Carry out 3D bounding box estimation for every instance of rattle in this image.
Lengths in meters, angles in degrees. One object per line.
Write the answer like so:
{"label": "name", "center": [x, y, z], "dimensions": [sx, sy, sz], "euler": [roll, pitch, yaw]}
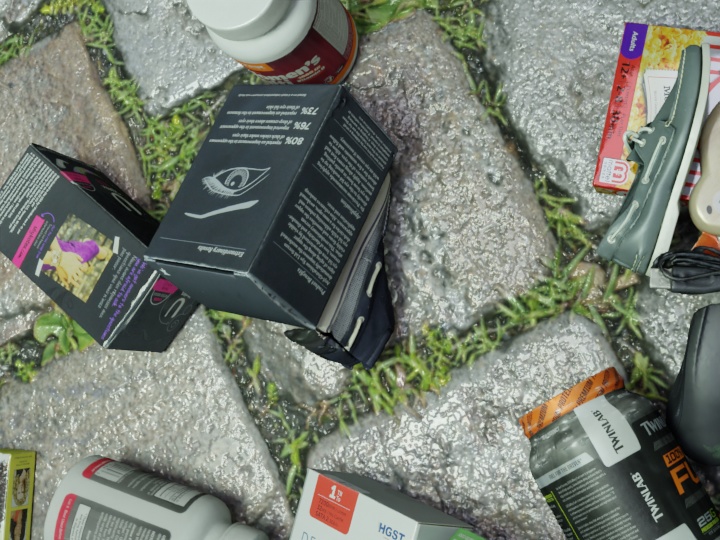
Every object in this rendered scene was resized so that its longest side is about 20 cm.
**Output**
{"label": "rattle", "center": [0.318, -0.071, 0.856], "dimensions": [0.130, 0.143, 0.200], "euler": [39, 91, -2]}

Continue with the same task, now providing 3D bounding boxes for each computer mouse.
{"label": "computer mouse", "center": [0.302, 0.083, 0.891], "dimensions": [0.138, 0.053, 0.201], "euler": [3, 113, 7]}

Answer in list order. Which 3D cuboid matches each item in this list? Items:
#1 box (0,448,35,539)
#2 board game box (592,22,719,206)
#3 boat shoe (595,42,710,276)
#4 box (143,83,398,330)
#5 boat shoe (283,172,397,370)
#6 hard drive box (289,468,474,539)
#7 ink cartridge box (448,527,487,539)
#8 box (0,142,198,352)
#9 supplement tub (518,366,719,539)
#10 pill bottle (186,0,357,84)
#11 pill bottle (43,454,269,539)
{"label": "box", "center": [-0.391, 0.289, 1.133], "dimensions": [0.075, 0.050, 0.201], "euler": [0, 85, 17]}
{"label": "board game box", "center": [0.319, -0.129, 0.954], "dimensions": [0.199, 0.046, 0.152], "euler": [11, 88, 18]}
{"label": "boat shoe", "center": [0.249, -0.097, 0.912], "dimensions": [0.061, 0.073, 0.201], "euler": [14, 95, 15]}
{"label": "box", "center": [-0.081, -0.062, 0.991], "dimensions": [0.147, 0.104, 0.201], "euler": [10, 67, 42]}
{"label": "boat shoe", "center": [0.000, 0.000, 1.037], "dimensions": [0.074, 0.093, 0.201], "euler": [-4, 55, 49]}
{"label": "hard drive box", "center": [0.000, 0.297, 0.961], "dimensions": [0.155, 0.077, 0.201], "euler": [12, 86, 49]}
{"label": "ink cartridge box", "center": [0.069, 0.331, 0.853], "dimensions": [0.200, 0.084, 0.145], "euler": [-42, 105, -16]}
{"label": "box", "center": [-0.264, -0.020, 1.087], "dimensions": [0.200, 0.122, 0.106], "euler": [40, 97, 17]}
{"label": "supplement tub", "center": [0.224, 0.191, 0.911], "dimensions": [0.122, 0.122, 0.201], "euler": [-32, 77, 12]}
{"label": "pill bottle", "center": [-0.080, -0.237, 1.011], "dimensions": [0.109, 0.200, 0.110], "euler": [-2, 84, 17]}
{"label": "pill bottle", "center": [-0.193, 0.259, 1.041], "dimensions": [0.199, 0.111, 0.111], "euler": [15, 89, 19]}
